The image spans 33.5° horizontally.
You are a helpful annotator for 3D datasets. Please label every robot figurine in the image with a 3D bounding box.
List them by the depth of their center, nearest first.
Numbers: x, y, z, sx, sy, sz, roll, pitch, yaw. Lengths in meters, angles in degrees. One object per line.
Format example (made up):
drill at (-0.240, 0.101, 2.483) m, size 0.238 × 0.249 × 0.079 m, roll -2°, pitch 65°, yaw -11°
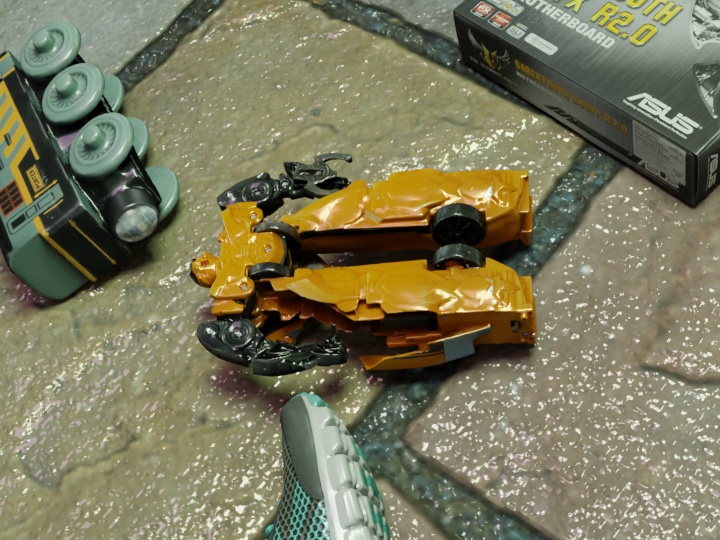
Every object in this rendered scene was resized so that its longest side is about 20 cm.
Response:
robot figurine at (0.000, 0.000, 0.681) m, size 0.196 × 0.059 × 0.147 m, roll -4°, pitch 54°, yaw 12°

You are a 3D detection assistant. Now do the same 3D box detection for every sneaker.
sneaker at (-0.028, 0.151, 0.574) m, size 0.090 × 0.078 × 0.202 m, roll -19°, pitch 51°, yaw 6°

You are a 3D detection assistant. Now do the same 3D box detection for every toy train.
toy train at (-0.198, -0.076, 0.779) m, size 0.113 × 0.085 × 0.201 m, roll -35°, pitch 53°, yaw 1°

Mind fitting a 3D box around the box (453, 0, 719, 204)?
box at (0.180, -0.151, 0.745) m, size 0.158 × 0.049 × 0.199 m, roll -41°, pitch 55°, yaw -14°
